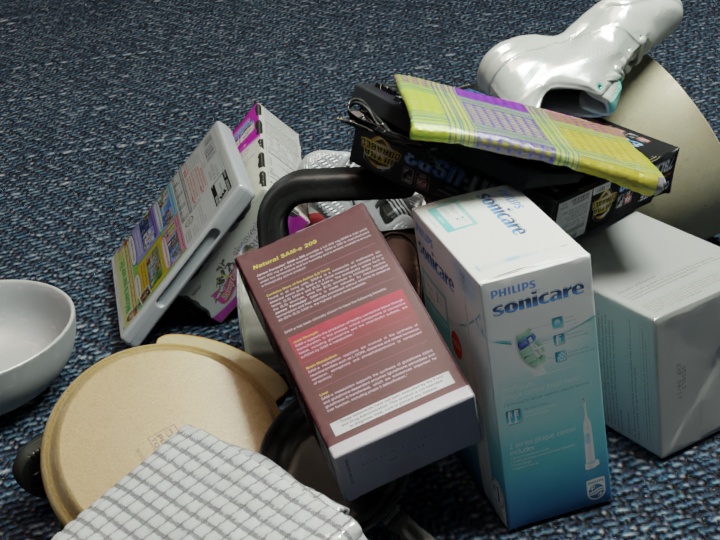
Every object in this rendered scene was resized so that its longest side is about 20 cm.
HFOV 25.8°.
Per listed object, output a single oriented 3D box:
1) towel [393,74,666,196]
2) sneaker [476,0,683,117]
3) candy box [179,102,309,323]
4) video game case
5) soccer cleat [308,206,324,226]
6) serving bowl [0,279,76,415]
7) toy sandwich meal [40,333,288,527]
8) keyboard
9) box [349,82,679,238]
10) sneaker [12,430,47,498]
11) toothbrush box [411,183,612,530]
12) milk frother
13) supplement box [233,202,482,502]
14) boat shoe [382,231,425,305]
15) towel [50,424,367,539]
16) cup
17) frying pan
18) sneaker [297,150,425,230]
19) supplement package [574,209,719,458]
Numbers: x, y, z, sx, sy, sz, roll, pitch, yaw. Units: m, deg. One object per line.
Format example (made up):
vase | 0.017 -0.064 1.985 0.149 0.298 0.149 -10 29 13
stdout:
towel | 0.125 -0.101 1.179 0.199 0.023 0.144 13 19 -10
sneaker | 0.201 -0.171 1.325 0.199 0.075 0.089 -25 56 -17
candy box | -0.116 -0.059 1.509 0.136 0.061 0.200 -47 22 19
video game case | -0.172 -0.039 1.485 0.182 0.022 0.200 -51 23 11
soccer cleat | -0.082 -0.084 1.624 0.066 0.077 0.200 -25 30 -30
serving bowl | -0.344 0.082 1.379 0.199 0.066 0.200 -6 26 3
toy sandwich meal | -0.144 0.139 1.176 0.204 0.070 0.206 4 58 -6
keyboard | 0.064 -0.106 1.208 0.127 0.021 0.200 -10 30 -41
box | 0.128 -0.094 1.288 0.199 0.050 0.198 26 29 31
sneaker | -0.207 0.119 1.274 0.199 0.060 0.104 -20 29 -34
toothbrush box | 0.109 0.059 1.133 0.085 0.201 0.147 -14 27 -12
milk frother | 0.000 0.000 1.367 0.187 0.182 0.200 -4 -4 6
supplement box | -0.004 0.054 1.122 0.108 0.061 0.201 -23 51 -7
boat shoe | 0.020 0.054 1.203 0.072 0.072 0.201 5 66 14
towel | -0.100 0.199 1.016 0.165 0.086 0.199 -38 37 -29
cup | 0.228 -0.086 1.434 0.143 0.201 0.200 -33 30 -6
frying pan | 0.015 0.149 1.110 0.189 0.031 0.116 16 70 21
sneaker | -0.002 -0.062 1.491 0.199 0.076 0.115 22 -6 -37
supplement package | 0.211 0.038 1.235 0.119 0.122 0.200 -21 29 -26
